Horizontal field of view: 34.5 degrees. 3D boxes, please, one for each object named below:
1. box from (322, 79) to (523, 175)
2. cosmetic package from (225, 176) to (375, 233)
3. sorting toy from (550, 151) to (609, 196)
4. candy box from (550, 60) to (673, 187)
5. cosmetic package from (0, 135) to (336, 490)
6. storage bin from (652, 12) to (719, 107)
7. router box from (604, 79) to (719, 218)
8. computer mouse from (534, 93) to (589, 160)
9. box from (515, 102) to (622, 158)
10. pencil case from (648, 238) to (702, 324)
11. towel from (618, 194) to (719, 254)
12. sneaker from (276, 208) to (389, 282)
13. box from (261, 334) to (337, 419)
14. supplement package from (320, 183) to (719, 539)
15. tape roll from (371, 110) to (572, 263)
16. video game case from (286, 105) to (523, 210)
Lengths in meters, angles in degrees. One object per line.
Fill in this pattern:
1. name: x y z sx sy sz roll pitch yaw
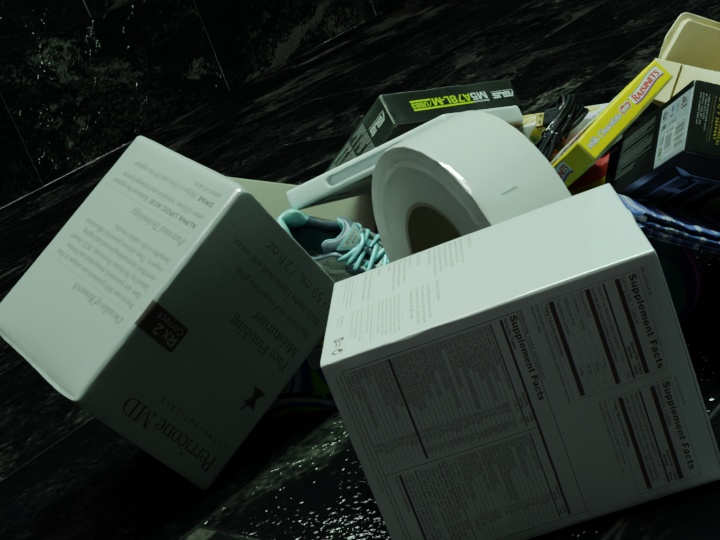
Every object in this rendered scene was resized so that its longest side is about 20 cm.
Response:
1. box: 0.061 -0.136 1.334 0.192 0.048 0.200 -16 -21 -37
2. cosmetic package: -0.090 -0.049 1.252 0.198 0.072 0.105 6 -10 -12
3. sorting toy: 0.183 -0.077 1.195 0.197 0.070 0.200 -19 17 8
4. candy box: 0.194 -0.106 1.005 0.102 0.026 0.200 -44 -3 -15
5. cosmetic package: -0.154 0.032 0.941 0.165 0.165 0.201 27 76 45
6. storage bin: 0.370 -0.146 0.974 0.197 0.094 0.200 14 13 -12
7. router box: 0.281 -0.074 0.851 0.156 0.053 0.200 12 -7 -3
8. computer mouse: 0.127 -0.114 1.118 0.141 0.046 0.200 -47 14 -32
9. box: 0.176 -0.137 1.198 0.041 0.039 0.199 -32 20 -35
10. pencil case: 0.181 -0.004 0.948 0.092 0.086 0.200 -13 12 -23
11. towel: 0.275 -0.026 0.818 0.198 0.024 0.145 12 11 -2
12. sneaker: 0.000 0.000 1.062 0.199 0.087 0.078 17 55 23
13. box: -0.087 0.089 1.031 0.199 0.065 0.070 -11 20 29
14. supplement package: 0.096 0.064 0.730 0.199 0.152 0.152 -20 16 8
15. tape roll: 0.092 -0.019 0.903 0.070 0.204 0.202 -27 18 -21
16. video game case: 0.047 -0.112 1.134 0.181 0.023 0.200 -23 -2 28
